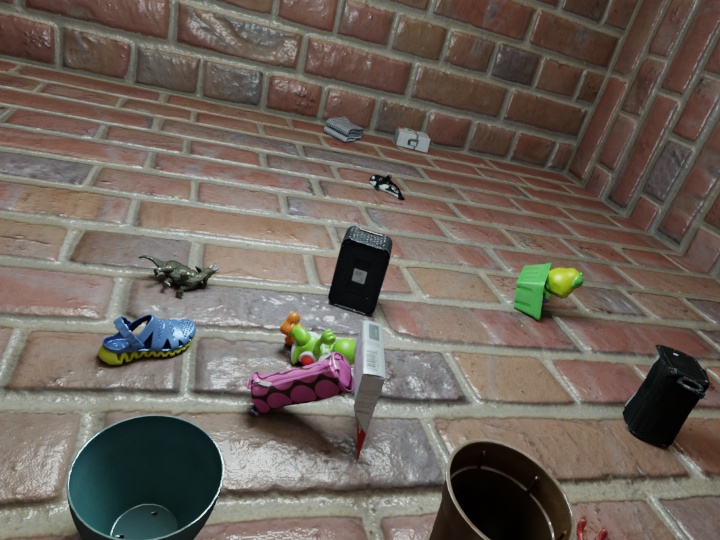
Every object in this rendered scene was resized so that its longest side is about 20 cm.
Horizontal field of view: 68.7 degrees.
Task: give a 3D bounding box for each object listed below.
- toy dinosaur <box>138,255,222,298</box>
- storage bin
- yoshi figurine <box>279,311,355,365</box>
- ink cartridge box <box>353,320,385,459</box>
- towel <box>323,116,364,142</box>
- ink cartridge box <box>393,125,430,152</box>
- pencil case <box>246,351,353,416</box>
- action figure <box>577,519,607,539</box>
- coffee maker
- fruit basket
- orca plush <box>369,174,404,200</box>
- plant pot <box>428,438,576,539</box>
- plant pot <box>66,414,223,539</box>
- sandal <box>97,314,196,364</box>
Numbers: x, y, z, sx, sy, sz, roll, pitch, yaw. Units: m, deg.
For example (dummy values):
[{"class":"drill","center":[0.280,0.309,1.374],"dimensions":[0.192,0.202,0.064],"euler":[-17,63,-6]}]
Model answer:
[{"class":"toy dinosaur","center":[-0.454,0.010,1.310],"dimensions":[0.194,0.079,0.103],"euler":[11,16,0]},{"class":"storage bin","center":[0.000,0.000,1.422],"dimensions":[0.132,0.204,0.094],"euler":[16,27,0]},{"class":"yoshi figurine","center":[-0.081,0.168,1.182],"dimensions":[0.198,0.114,0.111],"euler":[35,26,25]},{"class":"ink cartridge box","center":[0.000,0.226,1.010],"dimensions":[0.056,0.204,0.164],"euler":[16,27,-9]},{"class":"towel","center":[-0.087,-0.782,2.913],"dimensions":[0.163,0.087,0.199],"euler":[29,30,19]},{"class":"ink cartridge box","center":[0.307,-0.782,3.137],"dimensions":[0.194,0.085,0.146],"euler":[11,28,-10]},{"class":"pencil case","center":[-0.115,0.213,1.005],"dimensions":[0.195,0.095,0.092],"euler":[-17,44,12]},{"class":"action figure","center":[0.404,0.497,0.875],"dimensions":[0.064,0.101,0.201],"euler":[19,30,9]},{"class":"coffee maker","center":[0.730,0.312,1.273],"dimensions":[0.133,0.205,0.190],"euler":[29,27,28]},{"class":"fruit basket","center":[0.614,0.059,1.709],"dimensions":[0.209,0.160,0.217],"euler":[1,22,0]},{"class":"orca plush","center":[0.121,-0.386,2.329],"dimensions":[0.103,0.073,0.200],"euler":[-5,35,-36]},{"class":"plant pot","center":[0.192,0.406,0.803],"dimensions":[0.195,0.203,0.202],"euler":[13,28,-7]},{"class":"plant pot","center":[-0.298,0.326,0.736],"dimensions":[0.194,0.138,0.202],"euler":[13,28,-7]},{"class":"sandal","center":[-0.428,0.129,1.076],"dimensions":[0.197,0.089,0.079],"euler":[-10,36,-44]}]
